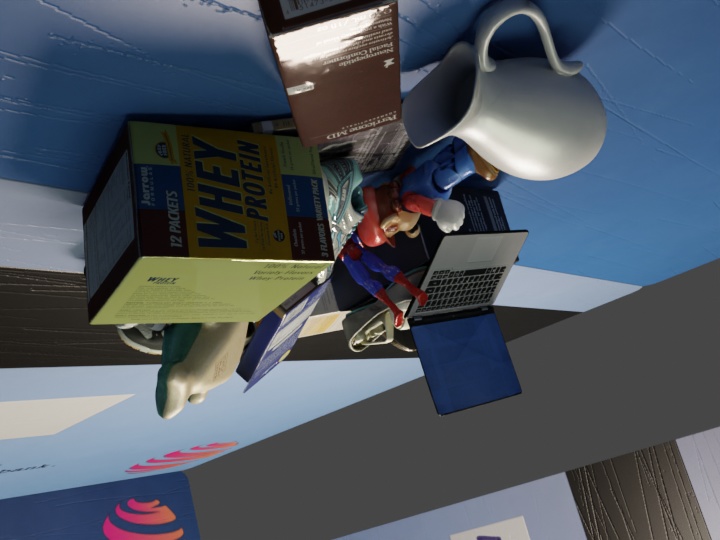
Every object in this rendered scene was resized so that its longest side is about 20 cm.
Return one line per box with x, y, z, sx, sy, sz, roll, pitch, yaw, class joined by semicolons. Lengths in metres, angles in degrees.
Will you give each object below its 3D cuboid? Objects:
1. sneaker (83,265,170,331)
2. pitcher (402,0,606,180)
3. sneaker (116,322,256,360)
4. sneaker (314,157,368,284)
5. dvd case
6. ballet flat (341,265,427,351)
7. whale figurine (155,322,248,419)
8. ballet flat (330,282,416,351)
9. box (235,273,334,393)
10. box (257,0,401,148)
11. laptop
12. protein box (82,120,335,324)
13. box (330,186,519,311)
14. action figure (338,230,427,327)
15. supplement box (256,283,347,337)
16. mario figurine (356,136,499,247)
-0.316;0.020;1.127;0.115;0.076;0.199;38;157;-30;sneaker
0.166;-0.176;0.861;0.198;0.122;0.172;9;138;-33;pitcher
-0.244;0.077;1.235;0.198;0.076;0.088;9;150;-19;sneaker
-0.030;-0.055;1.013;0.086;0.078;0.201;-20;152;-14;sneaker
-0.034;-0.135;0.951;0.198;0.016;0.149;-12;165;-19;dvd case
0.046;0.060;1.176;0.067;0.064;0.200;3;155;-37;ballet flat
-0.219;0.101;1.105;0.200;0.103;0.160;-56;163;-57;whale figurine
0.016;0.051;1.333;0.067;0.200;0.046;-45;177;-39;ballet flat
-0.116;0.087;1.252;0.121;0.032;0.201;-40;165;-47;box
-0.023;-0.181;0.706;0.099;0.076;0.200;-16;166;0;box
0.163;0.062;1.135;0.186;0.116;0.202;-5;127;-45;laptop
-0.164;-0.039;0.888;0.197;0.136;0.200;1;160;-30;protein box
0.084;-0.029;1.245;0.199;0.119;0.196;0;157;-42;box
0.000;0.000;1.124;0.065;0.200;0.099;-38;155;-15;action figure
-0.069;0.057;1.456;0.198;0.074;0.126;-9;162;-23;supplement box
0.083;-0.087;1.050;0.199;0.107;0.123;-32;176;26;mario figurine
